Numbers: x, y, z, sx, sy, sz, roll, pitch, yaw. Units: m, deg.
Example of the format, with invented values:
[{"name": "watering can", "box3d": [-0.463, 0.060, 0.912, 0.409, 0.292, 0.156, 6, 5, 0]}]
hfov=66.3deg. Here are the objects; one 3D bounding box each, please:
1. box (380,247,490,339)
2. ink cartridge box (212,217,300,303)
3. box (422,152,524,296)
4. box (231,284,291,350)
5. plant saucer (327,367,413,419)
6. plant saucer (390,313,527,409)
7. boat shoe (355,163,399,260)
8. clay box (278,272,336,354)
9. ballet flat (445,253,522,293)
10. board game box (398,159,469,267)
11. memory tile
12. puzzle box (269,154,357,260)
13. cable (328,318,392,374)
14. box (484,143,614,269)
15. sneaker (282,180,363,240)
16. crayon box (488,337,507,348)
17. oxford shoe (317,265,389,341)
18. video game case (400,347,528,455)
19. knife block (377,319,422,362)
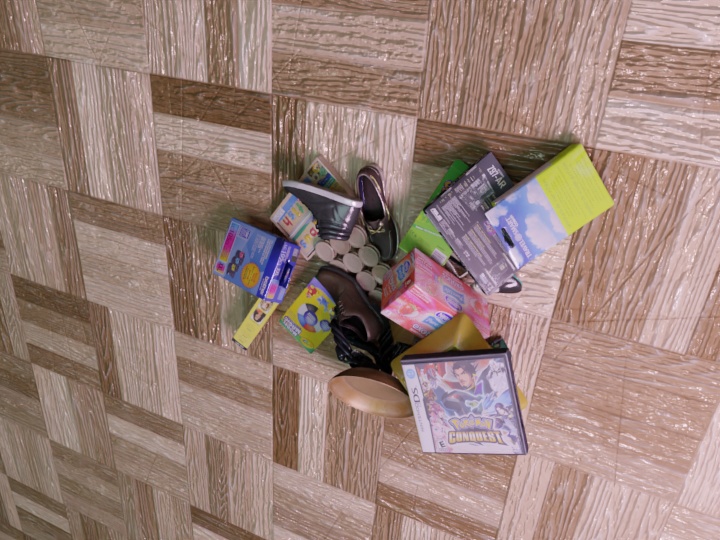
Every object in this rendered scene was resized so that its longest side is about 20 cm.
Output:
[{"name": "box", "box3d": [0.142, 0.066, 1.038, 0.197, 0.097, 0.102, 33, 129, -23]}, {"name": "ink cartridge box", "box3d": [-0.221, -0.018, 1.238, 0.195, 0.076, 0.141, 23, 93, 26]}, {"name": "box", "box3d": [0.234, -0.085, 1.019, 0.159, 0.044, 0.202, -39, 96, 3]}, {"name": "box", "box3d": [-0.245, 0.104, 1.353, 0.049, 0.076, 0.201, 35, 122, -4]}, {"name": "plant saucer", "box3d": [0.029, 0.248, 1.137, 0.193, 0.036, 0.203, 14, 149, 8]}, {"name": "plant saucer", "box3d": [0.168, 0.214, 1.001, 0.199, 0.048, 0.202, -39, 87, 31]}, {"name": "boat shoe", "box3d": [0.032, -0.112, 1.136, 0.069, 0.060, 0.207, -3, 111, 25]}, {"name": "clay box", "box3d": [-0.112, 0.109, 1.309, 0.115, 0.048, 0.201, 43, 122, 2]}, {"name": "ballet flat", "box3d": [0.223, 0.000, 1.090, 0.198, 0.069, 0.068, 37, 163, 10]}, {"name": "board game box", "box3d": [0.165, -0.102, 1.057, 0.094, 0.030, 0.203, 35, 98, 5]}, {"name": "memory tile", "box3d": [0.000, 0.000, 1.199, 0.151, 0.017, 0.202, -21, 110, 42]}, {"name": "puzzle box", "box3d": [-0.102, -0.133, 1.209, 0.133, 0.025, 0.200, 45, 123, 0]}, {"name": "cable", "box3d": [-0.001, 0.185, 1.226, 0.051, 0.198, 0.164, -48, 45, 9]}, {"name": "box", "box3d": [0.325, -0.111, 0.965, 0.197, 0.048, 0.124, -35, 97, 8]}, {"name": "sneaker", "box3d": [-0.091, -0.121, 1.131, 0.195, 0.070, 0.103, 22, 106, 26]}, {"name": "crayon box", "box3d": [0.231, 0.228, 1.111, 0.123, 0.201, 0.052, -26, 106, 31]}, {"name": "oxford shoe", "box3d": [-0.031, 0.070, 1.195, 0.199, 0.084, 0.074, 44, 141, 14]}, {"name": "video game case", "box3d": [0.178, 0.231, 0.958, 0.194, 0.025, 0.187, -8, 102, 30]}, {"name": "knife block", "box3d": [0.104, 0.107, 1.193, 0.062, 0.174, 0.208, 14, 85, -25]}]
